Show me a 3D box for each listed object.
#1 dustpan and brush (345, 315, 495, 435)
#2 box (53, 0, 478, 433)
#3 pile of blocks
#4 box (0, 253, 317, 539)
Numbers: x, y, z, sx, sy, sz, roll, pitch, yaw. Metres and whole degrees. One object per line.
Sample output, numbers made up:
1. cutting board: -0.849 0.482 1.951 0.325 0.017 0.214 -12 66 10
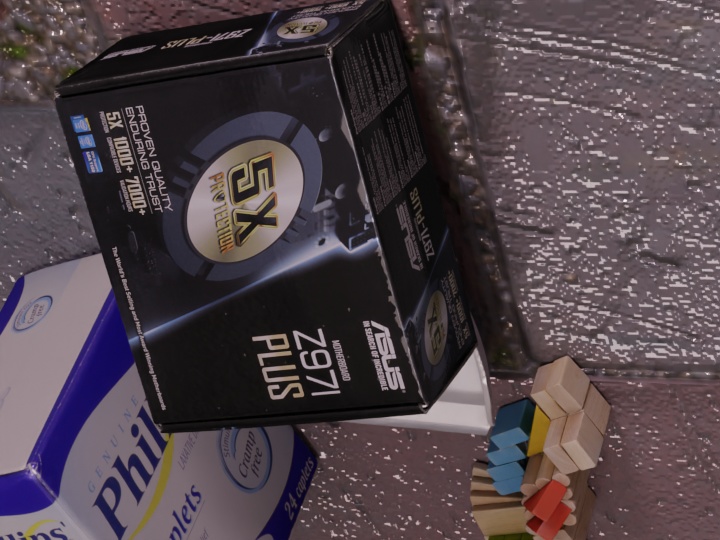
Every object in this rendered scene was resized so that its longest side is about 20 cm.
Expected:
1. dustpan and brush: 0.000 0.000 1.367 0.139 0.057 0.201 4 108 20
2. box: -0.047 -0.026 1.301 0.163 0.086 0.201 -6 111 26
3. pile of blocks: 0.099 0.138 1.467 0.082 0.062 0.201 10 135 11
4. box: -0.139 0.123 1.455 0.104 0.184 0.200 -15 126 34
